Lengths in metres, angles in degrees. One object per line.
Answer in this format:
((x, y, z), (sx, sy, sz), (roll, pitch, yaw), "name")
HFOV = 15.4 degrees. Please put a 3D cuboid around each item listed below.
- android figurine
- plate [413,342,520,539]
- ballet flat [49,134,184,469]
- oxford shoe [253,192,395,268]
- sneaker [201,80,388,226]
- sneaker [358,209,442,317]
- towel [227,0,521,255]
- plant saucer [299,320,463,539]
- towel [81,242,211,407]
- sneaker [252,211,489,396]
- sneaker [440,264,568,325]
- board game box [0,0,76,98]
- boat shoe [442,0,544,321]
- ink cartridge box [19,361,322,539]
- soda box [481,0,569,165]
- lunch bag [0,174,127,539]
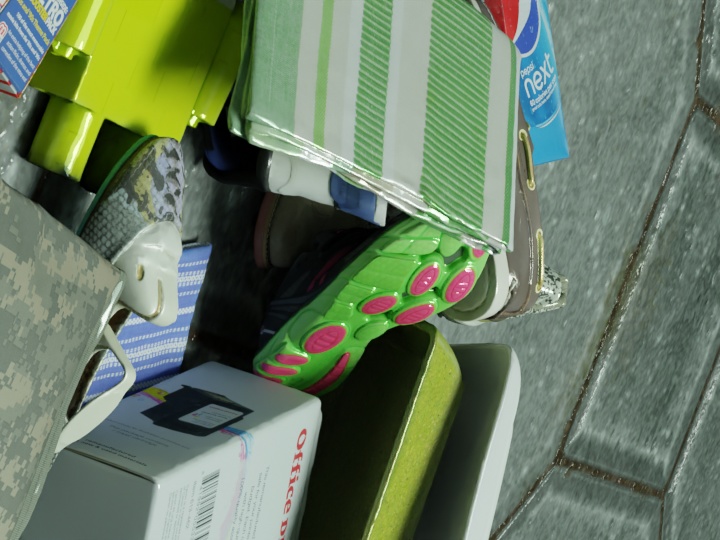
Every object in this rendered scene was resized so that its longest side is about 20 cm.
((-0.111, -0.137, 1.422), (0.200, 0.041, 0.182), (-66, 155, -3), "android figurine")
((0.035, 0.144, 1.658), (0.032, 0.200, 0.200), (17, 82, -26), "plate")
((-0.136, 0.025, 1.416), (0.200, 0.072, 0.072), (-57, 155, 2), "ballet flat")
((0.005, -0.065, 1.672), (0.200, 0.075, 0.071), (-49, 151, -35), "oxford shoe")
((-0.035, -0.098, 1.566), (0.199, 0.115, 0.081), (-86, -175, -63), "sneaker")
((0.049, -0.004, 1.816), (0.200, 0.074, 0.088), (30, 81, -60), "sneaker")
((0.013, -0.106, 1.474), (0.200, 0.023, 0.153), (25, 58, -35), "towel")
((-0.005, 0.116, 1.663), (0.048, 0.200, 0.200), (18, 94, -25), "plant saucer")
((-0.144, 0.085, 1.545), (0.145, 0.024, 0.200), (-12, 120, -62), "towel")
((0.000, 0.000, 1.580), (0.077, 0.200, 0.084), (23, 48, -35), "sneaker")
((0.082, -0.002, 1.690), (0.200, 0.088, 0.077), (7, 88, -70), "sneaker")
((-0.157, -0.206, 1.265), (0.200, 0.046, 0.152), (-61, 154, -18), "board game box")
((0.072, -0.070, 1.600), (0.059, 0.072, 0.200), (-2, 84, -48), "boat shoe")
((-0.113, 0.150, 1.537), (0.200, 0.083, 0.146), (-22, 127, -62), "ink cartridge box")
((0.074, -0.162, 1.657), (0.064, 0.068, 0.200), (-16, 98, -59), "soda box")
((-0.216, 0.055, 1.261), (0.200, 0.117, 0.164), (-70, 157, -11), "lunch bag")
